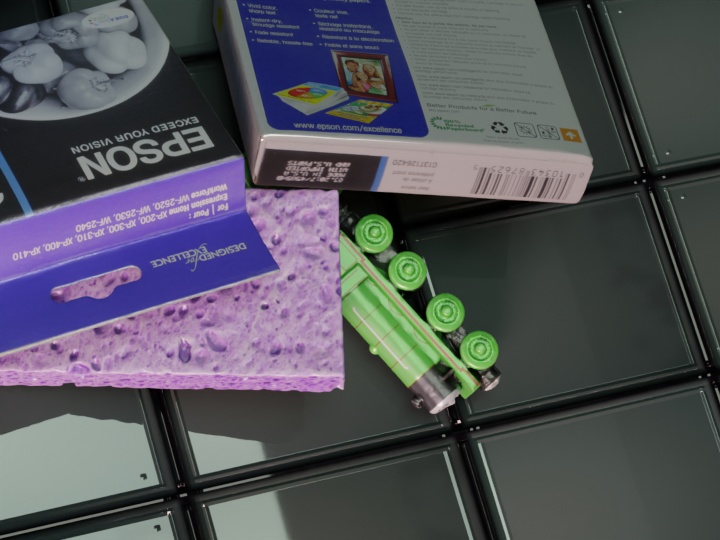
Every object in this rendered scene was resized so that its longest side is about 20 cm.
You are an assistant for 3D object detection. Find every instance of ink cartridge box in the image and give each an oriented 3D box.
[{"bbox_3d":[0.017,-0.123,1.439,0.197,0.047,0.201,2,41,-16],"label":"ink cartridge box"},{"bbox_3d":[-0.169,-0.052,1.332,0.197,0.044,0.200,-18,52,-22],"label":"ink cartridge box"}]

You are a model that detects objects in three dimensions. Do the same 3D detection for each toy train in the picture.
[{"bbox_3d":[0.000,0.000,1.409,0.056,0.042,0.200,-41,86,-15],"label":"toy train"}]

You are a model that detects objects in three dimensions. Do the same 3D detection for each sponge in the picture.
[{"bbox_3d":[-0.108,0.009,1.356,0.199,0.030,0.112,1,69,-4],"label":"sponge"}]
